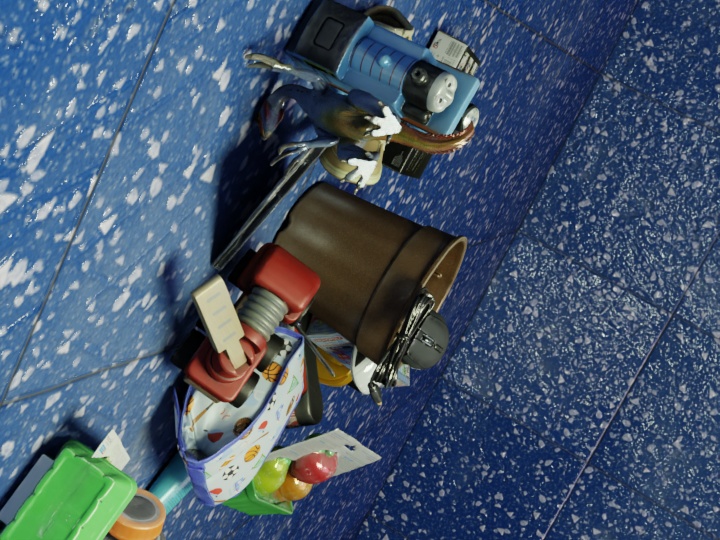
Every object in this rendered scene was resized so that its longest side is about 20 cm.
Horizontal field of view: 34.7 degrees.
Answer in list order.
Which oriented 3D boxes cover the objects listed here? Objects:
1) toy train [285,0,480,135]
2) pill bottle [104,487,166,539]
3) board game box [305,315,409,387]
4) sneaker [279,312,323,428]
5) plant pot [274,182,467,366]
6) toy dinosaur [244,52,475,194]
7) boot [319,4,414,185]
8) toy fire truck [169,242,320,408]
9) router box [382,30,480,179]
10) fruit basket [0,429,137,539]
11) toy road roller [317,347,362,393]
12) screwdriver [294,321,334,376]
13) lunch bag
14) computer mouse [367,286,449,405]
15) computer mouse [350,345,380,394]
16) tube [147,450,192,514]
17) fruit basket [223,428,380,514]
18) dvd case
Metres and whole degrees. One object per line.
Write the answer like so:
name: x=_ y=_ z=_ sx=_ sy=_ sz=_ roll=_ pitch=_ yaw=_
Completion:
toy train: x=0.025 y=-0.196 z=1.153 sx=0.087 sy=0.200 sz=0.114 roll=-60 pitch=156 yaw=0
pill bottle: x=-0.286 y=0.345 z=1.319 sx=0.200 sy=0.106 sz=0.106 roll=-66 pitch=166 yaw=22
board game box: x=-0.001 y=0.054 z=1.609 sx=0.200 sy=0.062 sz=0.201 roll=21 pitch=66 yaw=-60
sneaker: x=-0.114 y=0.115 z=1.565 sx=0.067 sy=0.108 sz=0.202 roll=25 pitch=58 yaw=-66
plant pot: x=0.000 y=0.000 z=1.455 sx=0.201 sy=0.198 sz=0.200 roll=-56 pitch=166 yaw=-21
toy dinosaur: x=-0.024 y=-0.136 z=1.106 sx=0.182 sy=0.199 sz=0.105 roll=-131 pitch=-126 yaw=-59
boot: x=0.010 y=-0.196 z=1.269 sx=0.200 sy=0.072 sz=0.155 roll=-86 pitch=-167 yaw=-58
toy fire truck: x=-0.122 y=0.042 z=1.229 sx=0.176 sy=0.129 sz=0.200 roll=-56 pitch=-171 yaw=-18
router box: x=0.097 y=-0.231 z=1.646 sx=0.200 sy=0.051 sz=0.149 roll=-62 pitch=169 yaw=7
fruit basket: x=-0.300 y=0.249 z=1.161 sx=0.185 sy=0.094 sz=0.200 roll=-56 pitch=-178 yaw=-17
toy road roller: x=-0.016 y=0.082 z=1.753 sx=0.200 sy=0.123 sz=0.146 roll=-59 pitch=156 yaw=-1
screwdriver: x=-0.070 y=0.074 z=1.424 sx=0.029 sy=0.200 sz=0.028 roll=-48 pitch=129 yaw=-2
lunch bag: x=-0.157 y=0.174 z=1.406 sx=0.170 sy=0.124 sz=0.200 roll=90 pitch=22 yaw=-62
computer mouse: x=0.064 y=0.108 z=1.390 sx=0.141 sy=0.046 sz=0.200 roll=-59 pitch=167 yaw=-10
computer mouse: x=0.037 y=0.079 z=1.563 sx=0.110 sy=0.044 sz=0.200 roll=56 pitch=40 yaw=-43
tube: x=-0.247 y=0.284 z=1.476 sx=0.200 sy=0.050 sz=0.078 roll=-51 pitch=161 yaw=-19
fruit basket: x=-0.092 y=0.262 z=1.569 sx=0.200 sy=0.094 sz=0.185 roll=-26 pitch=153 yaw=10
dvd case: x=-0.084 y=-0.085 z=1.213 sx=0.149 sy=0.016 sz=0.200 roll=-53 pitch=-173 yaw=-29
